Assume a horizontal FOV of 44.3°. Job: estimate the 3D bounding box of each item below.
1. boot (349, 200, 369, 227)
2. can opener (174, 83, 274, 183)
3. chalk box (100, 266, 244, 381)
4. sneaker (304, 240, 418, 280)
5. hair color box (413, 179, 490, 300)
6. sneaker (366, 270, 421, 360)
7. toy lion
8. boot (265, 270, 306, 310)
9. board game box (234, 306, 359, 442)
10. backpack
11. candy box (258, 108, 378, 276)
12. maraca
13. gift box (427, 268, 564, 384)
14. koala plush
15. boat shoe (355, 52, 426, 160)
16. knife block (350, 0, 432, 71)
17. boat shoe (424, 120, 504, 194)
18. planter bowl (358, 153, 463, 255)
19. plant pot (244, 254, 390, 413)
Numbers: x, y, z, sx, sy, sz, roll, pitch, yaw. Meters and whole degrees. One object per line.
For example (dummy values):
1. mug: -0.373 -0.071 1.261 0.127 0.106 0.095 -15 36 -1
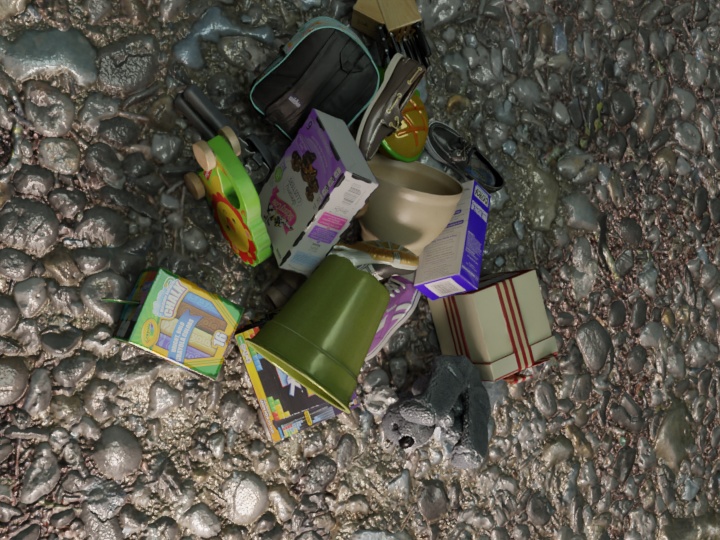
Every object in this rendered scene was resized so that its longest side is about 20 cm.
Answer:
1. boot: -0.027 -0.099 1.502 0.072 0.199 0.077 -23 105 -16
2. can opener: -0.224 -0.232 1.492 0.201 0.053 0.067 49 37 -18
3. chalk box: -0.306 0.073 1.391 0.198 0.124 0.126 29 76 -25
4. sneaker: 0.000 0.000 1.500 0.195 0.076 0.090 3 111 -3
5. hair color box: 0.169 -0.055 1.619 0.064 0.108 0.204 33 56 -36
6. sneaker: 0.036 0.053 1.580 0.202 0.072 0.115 -55 138 -18
7. toy lion: -0.201 -0.104 1.416 0.068 0.200 0.194 -32 85 -23
8. boot: -0.102 0.008 1.535 0.144 0.070 0.203 -30 98 -19
9. board game box: -0.108 0.164 1.497 0.162 0.057 0.204 -21 105 -8
10. backpack: -0.069 -0.318 1.489 0.175 0.154 0.200 41 111 -18
11. candy box: -0.077 -0.123 1.421 0.071 0.169 0.201 15 123 -38
12. maraca: 0.067 -0.288 1.612 0.136 0.106 0.204 26 53 -37
13. gift box: 0.262 0.109 1.660 0.196 0.184 0.191 -16 94 -23
14. koala plush: 0.116 0.256 1.582 0.177 0.198 0.186 43 42 -19
15. boat shoe: 0.049 -0.273 1.509 0.058 0.072 0.203 22 76 11
16. knife block: 0.078 -0.459 1.604 0.173 0.064 0.203 25 76 1
17. boat shoe: 0.201 -0.217 1.699 0.200 0.066 0.071 43 71 -21
18. planter bowl: 0.071 -0.109 1.574 0.196 0.201 0.137 5 114 -27
19. plant pot: -0.049 0.085 1.385 0.199 0.199 0.192 37 78 -22
